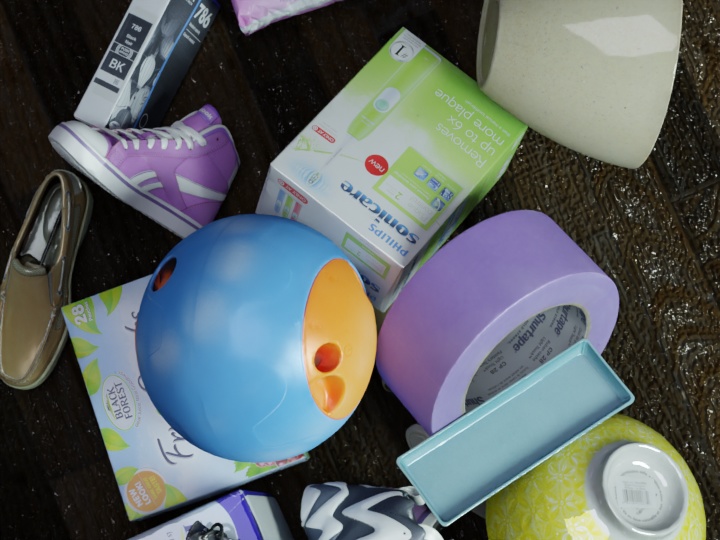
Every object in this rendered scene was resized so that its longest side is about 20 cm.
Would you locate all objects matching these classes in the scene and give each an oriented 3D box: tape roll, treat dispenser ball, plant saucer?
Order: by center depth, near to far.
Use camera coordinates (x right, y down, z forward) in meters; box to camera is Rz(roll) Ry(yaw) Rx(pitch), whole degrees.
[{"bbox_3d":[-0.085,0.055,1.471,0.198,0.201,0.203,-1,84,5],"label":"treat dispenser ball"},{"bbox_3d":[0.127,0.133,1.474,0.199,0.019,0.070,-31,66,-18],"label":"plant saucer"},{"bbox_3d":[0.115,0.053,1.508,0.200,0.200,0.085,-41,59,0],"label":"tape roll"}]

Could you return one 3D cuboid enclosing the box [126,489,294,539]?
[{"bbox_3d":[-0.155,0.272,1.526,0.198,0.184,0.106,-23,81,2],"label":"box"}]

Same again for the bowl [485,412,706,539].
[{"bbox_3d":[0.213,0.198,1.495,0.198,0.108,0.202,9,62,-17],"label":"bowl"}]

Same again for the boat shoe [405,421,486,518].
[{"bbox_3d":[0.131,0.185,1.577,0.199,0.073,0.063,35,62,8],"label":"boat shoe"}]

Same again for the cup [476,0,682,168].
[{"bbox_3d":[0.177,-0.196,1.525,0.141,0.200,0.203,7,84,-5],"label":"cup"}]

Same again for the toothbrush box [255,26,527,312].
[{"bbox_3d":[0.028,-0.089,1.556,0.145,0.086,0.200,38,61,8],"label":"toothbrush box"}]

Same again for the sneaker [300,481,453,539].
[{"bbox_3d":[0.017,0.260,1.483,0.128,0.080,0.200,-10,44,13],"label":"sneaker"}]

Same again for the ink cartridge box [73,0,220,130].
[{"bbox_3d":[-0.182,-0.208,1.621,0.039,0.099,0.202,24,87,18],"label":"ink cartridge box"}]

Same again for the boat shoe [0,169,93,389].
[{"bbox_3d":[-0.295,0.006,1.621,0.071,0.076,0.202,9,85,6],"label":"boat shoe"}]

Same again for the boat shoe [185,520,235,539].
[{"bbox_3d":[-0.129,0.230,1.406,0.198,0.070,0.067,-8,85,11],"label":"boat shoe"}]

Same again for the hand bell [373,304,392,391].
[{"bbox_3d":[0.000,0.000,1.604,0.104,0.104,0.200,-41,69,0],"label":"hand bell"}]

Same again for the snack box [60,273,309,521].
[{"bbox_3d":[-0.155,0.101,1.602,0.167,0.068,0.202,-19,82,1],"label":"snack box"}]

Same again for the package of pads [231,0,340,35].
[{"bbox_3d":[-0.081,-0.326,1.638,0.119,0.076,0.202,-17,83,0],"label":"package of pads"}]

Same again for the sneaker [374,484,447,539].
[{"bbox_3d":[-0.006,0.285,1.575,0.087,0.076,0.201,27,80,18],"label":"sneaker"}]

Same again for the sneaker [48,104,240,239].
[{"bbox_3d":[-0.182,-0.111,1.573,0.072,0.200,0.115,34,91,37],"label":"sneaker"}]
